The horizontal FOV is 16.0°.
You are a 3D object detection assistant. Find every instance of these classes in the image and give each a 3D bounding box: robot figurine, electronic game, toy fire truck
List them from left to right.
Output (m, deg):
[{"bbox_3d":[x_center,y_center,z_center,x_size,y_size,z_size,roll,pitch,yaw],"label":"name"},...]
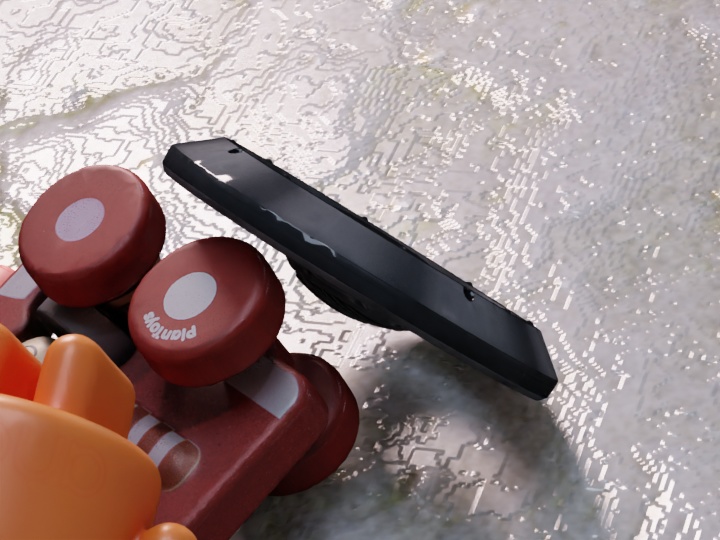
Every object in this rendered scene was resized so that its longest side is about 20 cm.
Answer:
[{"bbox_3d":[-0.146,0.123,0.993,0.143,0.117,0.201,20,70,-21],"label":"robot figurine"},{"bbox_3d":[-0.111,0.062,1.124,0.168,0.112,0.200,-47,48,-15],"label":"toy fire truck"},{"bbox_3d":[0.000,0.000,1.128,0.200,0.200,0.042,33,93,43],"label":"electronic game"}]

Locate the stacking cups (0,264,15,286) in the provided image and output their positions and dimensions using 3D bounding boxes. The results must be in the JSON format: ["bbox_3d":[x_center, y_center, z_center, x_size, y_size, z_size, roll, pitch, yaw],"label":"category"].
[{"bbox_3d":[-0.226,0.066,1.182,0.060,0.061,0.200,19,39,33],"label":"stacking cups"}]
